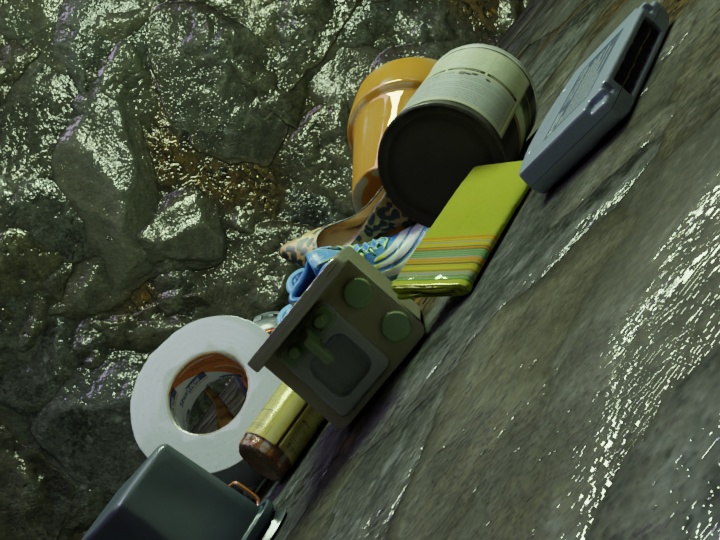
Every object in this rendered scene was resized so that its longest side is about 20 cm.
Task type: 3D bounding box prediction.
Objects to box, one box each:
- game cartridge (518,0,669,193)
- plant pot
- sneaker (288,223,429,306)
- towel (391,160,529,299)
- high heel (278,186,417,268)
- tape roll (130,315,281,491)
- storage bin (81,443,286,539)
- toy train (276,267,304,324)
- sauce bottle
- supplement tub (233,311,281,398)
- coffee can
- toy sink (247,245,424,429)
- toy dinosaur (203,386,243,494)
[{"bbox_3d":[0.213,-0.157,1.002,0.134,0.041,0.201,-53,2,46],"label":"game cartridge"},{"bbox_3d":[0.066,-0.145,1.441,0.200,0.198,0.185,-46,18,42],"label":"plant pot"},{"bbox_3d":[0.000,0.000,1.258,0.200,0.105,0.076,-42,40,8],"label":"sneaker"},{"bbox_3d":[0.108,-0.042,1.057,0.085,0.018,0.201,-2,38,37],"label":"towel"},{"bbox_3d":[-0.017,-0.063,1.319,0.144,0.196,0.072,72,-162,-51],"label":"high heel"},{"bbox_3d":[-0.168,0.157,1.277,0.201,0.198,0.066,-52,-31,-16],"label":"tape roll"},{"bbox_3d":[-0.177,0.250,1.049,0.146,0.134,0.200,-54,7,-37],"label":"storage bin"},{"bbox_3d":[-0.033,0.033,1.391,0.112,0.087,0.202,-3,50,22],"label":"toy train"},{"bbox_3d":[-0.056,0.136,1.200,0.201,0.066,0.066,-51,5,-30],"label":"sauce bottle"},{"bbox_3d":[-0.118,0.123,1.510,0.123,0.122,0.200,-51,5,-2],"label":"supplement tub"},{"bbox_3d":[0.116,-0.157,1.245,0.147,0.146,0.201,-47,6,35],"label":"coffee can"},{"bbox_3d":[-0.016,0.064,1.056,0.131,0.112,0.200,-50,0,4],"label":"toy sink"},{"bbox_3d":[-0.155,0.192,1.322,0.061,0.105,0.202,-50,47,30],"label":"toy dinosaur"}]
